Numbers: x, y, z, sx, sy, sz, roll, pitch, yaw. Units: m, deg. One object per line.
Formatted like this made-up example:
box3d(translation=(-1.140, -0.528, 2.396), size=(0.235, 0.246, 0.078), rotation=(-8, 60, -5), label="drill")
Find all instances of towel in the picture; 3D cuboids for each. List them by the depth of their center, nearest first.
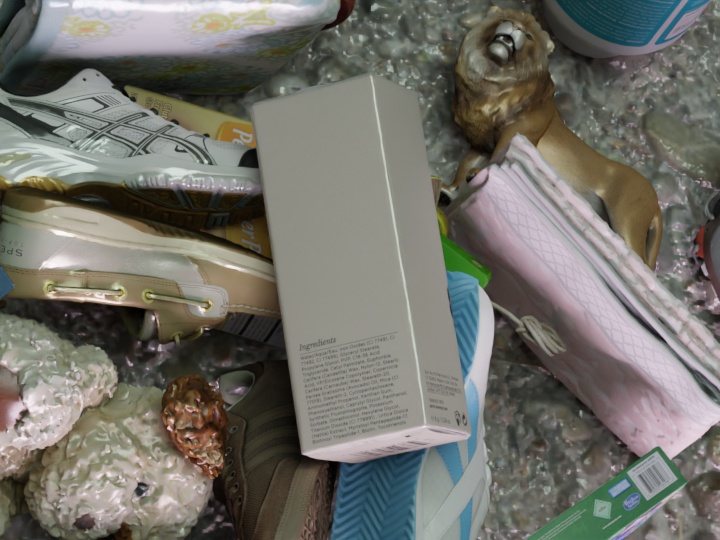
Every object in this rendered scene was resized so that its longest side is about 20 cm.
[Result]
box3d(translation=(-0.119, -0.141, 1.676), size=(0.171, 0.200, 0.048), rotation=(-2, 82, -18), label="towel")
box3d(translation=(0.128, 0.023, 1.681), size=(0.032, 0.191, 0.200), rotation=(-42, 86, -15), label="towel")

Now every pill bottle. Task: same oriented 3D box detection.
box3d(translation=(0.173, -0.201, 1.775), size=(0.110, 0.200, 0.111), rotation=(6, 68, -14), label="pill bottle")

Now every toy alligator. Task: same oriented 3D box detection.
box3d(translation=(0.029, -0.006, 1.685), size=(0.200, 0.059, 0.054), rotation=(44, 107, 1), label="toy alligator")

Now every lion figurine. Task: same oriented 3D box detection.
box3d(translation=(0.124, -0.061, 1.789), size=(0.200, 0.072, 0.123), rotation=(44, 56, -11), label="lion figurine")

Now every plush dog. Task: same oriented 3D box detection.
box3d(translation=(-0.163, 0.097, 1.604), size=(0.171, 0.200, 0.161), rotation=(30, 34, -11), label="plush dog")

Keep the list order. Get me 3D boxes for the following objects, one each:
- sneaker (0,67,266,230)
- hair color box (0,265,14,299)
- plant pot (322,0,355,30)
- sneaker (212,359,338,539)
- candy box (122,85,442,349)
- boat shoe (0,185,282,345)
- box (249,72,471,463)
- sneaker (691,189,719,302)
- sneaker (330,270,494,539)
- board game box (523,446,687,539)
box3d(translation=(-0.134, -0.075, 1.652), size=(0.199, 0.076, 0.088), rotation=(4, 68, -12), label="sneaker")
box3d(translation=(-0.281, 0.008, 1.573), size=(0.100, 0.200, 0.061), rotation=(-43, 117, -25), label="hair color box")
box3d(translation=(-0.055, -0.259, 1.752), size=(0.200, 0.201, 0.196), rotation=(17, 74, -8), label="plant pot")
box3d(translation=(-0.055, 0.119, 1.634), size=(0.075, 0.071, 0.200), rotation=(2, 30, 6), label="sneaker")
box3d(translation=(-0.061, -0.022, 1.722), size=(0.199, 0.055, 0.116), rotation=(16, 68, -8), label="candy box")
box3d(translation=(-0.115, 0.006, 1.624), size=(0.200, 0.074, 0.067), rotation=(16, 92, -28), label="boat shoe")
box3d(translation=(0.000, 0.000, 1.603), size=(0.082, 0.068, 0.201), rotation=(-12, 77, 23), label="box")
box3d(translation=(0.245, 0.002, 1.798), size=(0.077, 0.082, 0.201), rotation=(18, 78, -53), label="sneaker")
box3d(translation=(0.037, 0.098, 1.658), size=(0.076, 0.081, 0.201), rotation=(16, 96, 32), label="sneaker")
box3d(translation=(0.081, 0.180, 1.639), size=(0.200, 0.135, 0.029), rotation=(-32, 81, -24), label="board game box")
